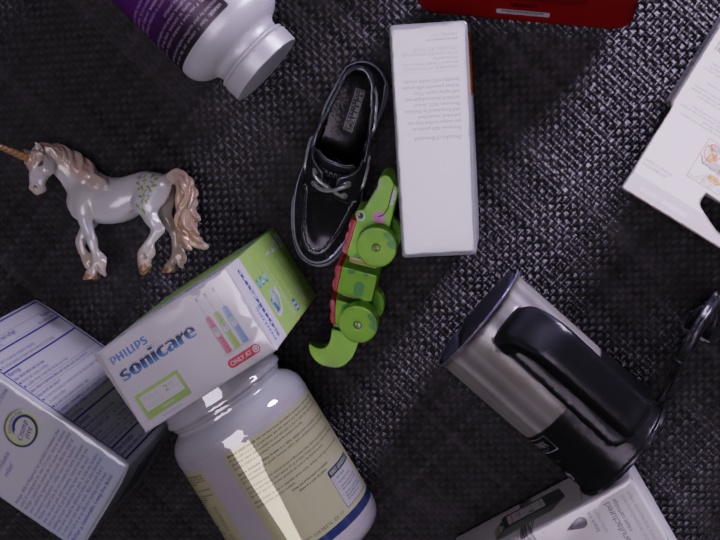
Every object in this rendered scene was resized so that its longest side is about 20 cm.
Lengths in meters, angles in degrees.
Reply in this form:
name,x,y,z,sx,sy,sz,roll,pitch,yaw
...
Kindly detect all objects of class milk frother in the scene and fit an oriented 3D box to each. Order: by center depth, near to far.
name,x,y,z,sx,sy,sz,roll,pitch,yaw
milk frother,0.210,0.064,1.024,0.188,0.181,0.201,40,61,-2

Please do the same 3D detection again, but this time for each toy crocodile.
name,x,y,z,sx,sy,sz,roll,pitch,yaw
toy crocodile,0.000,0.000,1.052,0.061,0.068,0.203,15,112,3

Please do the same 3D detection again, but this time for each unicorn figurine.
name,x,y,z,sx,sy,sz,roll,pitch,yaw
unicorn figurine,-0.251,-0.062,1.091,0.196,0.074,0.140,-5,91,-5

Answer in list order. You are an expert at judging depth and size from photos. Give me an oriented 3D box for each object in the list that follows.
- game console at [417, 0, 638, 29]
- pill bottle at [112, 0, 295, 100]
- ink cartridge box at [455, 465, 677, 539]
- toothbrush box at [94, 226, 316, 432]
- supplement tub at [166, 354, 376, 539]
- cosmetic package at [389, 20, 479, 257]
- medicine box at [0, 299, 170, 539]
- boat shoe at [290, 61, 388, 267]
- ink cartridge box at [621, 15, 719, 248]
name,x,y,z,sx,sy,sz,roll,pitch,yaw
game console,0.150,-0.306,0.956,0.196,0.173,0.121,7,75,7
pill bottle,-0.156,-0.254,1.011,0.200,0.112,0.112,45,104,-2
ink cartridge box,0.208,0.293,1.080,0.198,0.084,0.147,-31,95,13
toothbrush box,-0.135,0.048,1.023,0.144,0.200,0.087,-32,95,12
supplement tub,-0.090,0.188,1.072,0.144,0.145,0.202,-30,96,13
cosmetic package,0.069,-0.121,1.010,0.070,0.101,0.204,-2,102,8
medicine box,-0.296,0.140,1.073,0.199,0.182,0.104,33,104,1
boat shoe,-0.022,-0.097,1.045,0.071,0.068,0.203,21,104,4
ink cartridge box,0.362,-0.102,0.999,0.198,0.045,0.178,31,103,2
